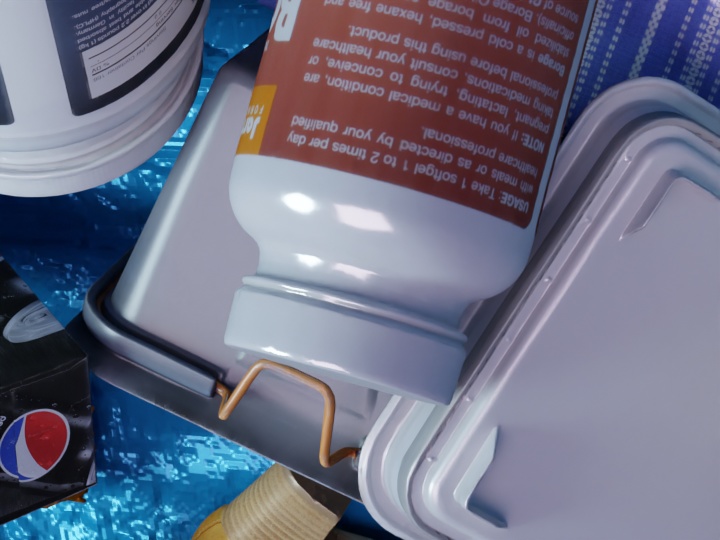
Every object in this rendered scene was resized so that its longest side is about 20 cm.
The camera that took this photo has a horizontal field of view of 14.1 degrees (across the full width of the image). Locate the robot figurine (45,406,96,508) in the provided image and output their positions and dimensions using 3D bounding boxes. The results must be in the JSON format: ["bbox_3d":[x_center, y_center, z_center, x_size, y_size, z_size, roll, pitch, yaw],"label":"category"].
[{"bbox_3d":[-0.224,0.066,1.277,0.199,0.145,0.058,10,88,16],"label":"robot figurine"}]

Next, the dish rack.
[{"bbox_3d":[0.113,0.045,1.097,0.171,0.044,0.200,30,96,-25],"label":"dish rack"}]

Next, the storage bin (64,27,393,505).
[{"bbox_3d":[0.000,0.000,1.148,0.199,0.146,0.135,24,113,7],"label":"storage bin"}]

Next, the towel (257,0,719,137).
[{"bbox_3d":[0.062,-0.125,1.116,0.199,0.024,0.145,24,124,8],"label":"towel"}]

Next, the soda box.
[{"bbox_3d":[-0.180,0.019,1.194,0.200,0.063,0.071,44,145,44],"label":"soda box"}]

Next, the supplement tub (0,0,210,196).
[{"bbox_3d":[-0.128,-0.133,1.061,0.140,0.141,0.200,15,149,13],"label":"supplement tub"}]

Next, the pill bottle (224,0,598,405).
[{"bbox_3d":[0.017,-0.059,1.039,0.112,0.112,0.201,14,85,14],"label":"pill bottle"}]

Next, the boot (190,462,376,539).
[{"bbox_3d":[0.008,0.175,1.279,0.201,0.071,0.144,39,129,4],"label":"boot"}]
